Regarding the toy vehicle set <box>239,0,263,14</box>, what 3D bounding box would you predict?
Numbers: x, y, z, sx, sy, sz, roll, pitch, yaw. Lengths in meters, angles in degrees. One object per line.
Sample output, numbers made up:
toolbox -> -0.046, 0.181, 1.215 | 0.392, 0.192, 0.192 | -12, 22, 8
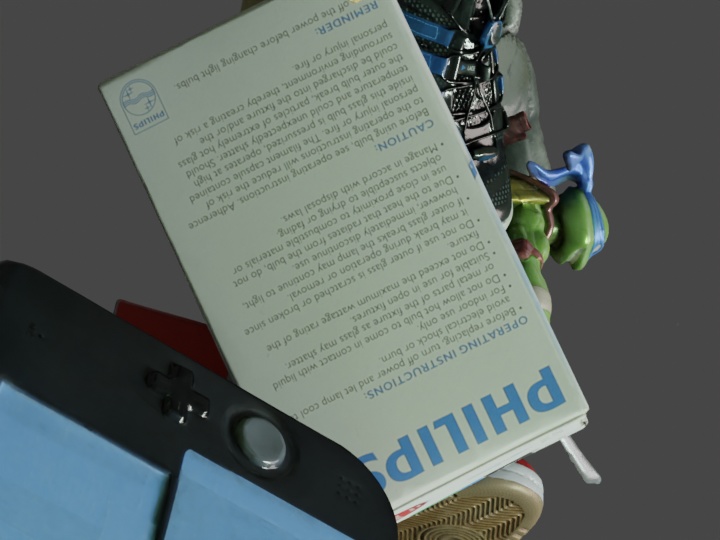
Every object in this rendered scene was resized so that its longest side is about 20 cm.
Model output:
toy vehicle set -> -0.033, -0.152, 1.289 | 0.124, 0.026, 0.201 | -63, 166, -66

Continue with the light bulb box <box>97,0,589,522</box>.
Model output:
light bulb box -> 0.000, 0.000, 1.056 | 0.201, 0.124, 0.198 | 64, 2, 6

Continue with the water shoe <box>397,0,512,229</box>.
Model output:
water shoe -> 0.036, -0.111, 1.178 | 0.071, 0.079, 0.201 | -20, 91, -44

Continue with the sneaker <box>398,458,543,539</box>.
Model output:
sneaker -> 0.015, 0.088, 1.233 | 0.199, 0.071, 0.113 | -21, -136, 43

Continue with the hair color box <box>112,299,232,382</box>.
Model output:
hair color box -> -0.087, 0.081, 1.200 | 0.200, 0.061, 0.102 | 69, 38, -80

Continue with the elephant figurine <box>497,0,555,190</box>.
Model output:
elephant figurine -> 0.005, -0.061, 1.418 | 0.155, 0.142, 0.199 | -29, -172, -36

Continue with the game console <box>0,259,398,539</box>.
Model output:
game console -> -0.070, 0.104, 0.829 | 0.031, 0.176, 0.201 | -41, -156, 35

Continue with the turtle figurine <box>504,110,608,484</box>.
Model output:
turtle figurine -> 0.029, 0.025, 1.262 | 0.144, 0.192, 0.201 | -114, -146, -55

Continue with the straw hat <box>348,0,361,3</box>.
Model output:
straw hat -> -0.039, -0.192, 0.848 | 0.201, 0.084, 0.203 | 3, 90, -80
